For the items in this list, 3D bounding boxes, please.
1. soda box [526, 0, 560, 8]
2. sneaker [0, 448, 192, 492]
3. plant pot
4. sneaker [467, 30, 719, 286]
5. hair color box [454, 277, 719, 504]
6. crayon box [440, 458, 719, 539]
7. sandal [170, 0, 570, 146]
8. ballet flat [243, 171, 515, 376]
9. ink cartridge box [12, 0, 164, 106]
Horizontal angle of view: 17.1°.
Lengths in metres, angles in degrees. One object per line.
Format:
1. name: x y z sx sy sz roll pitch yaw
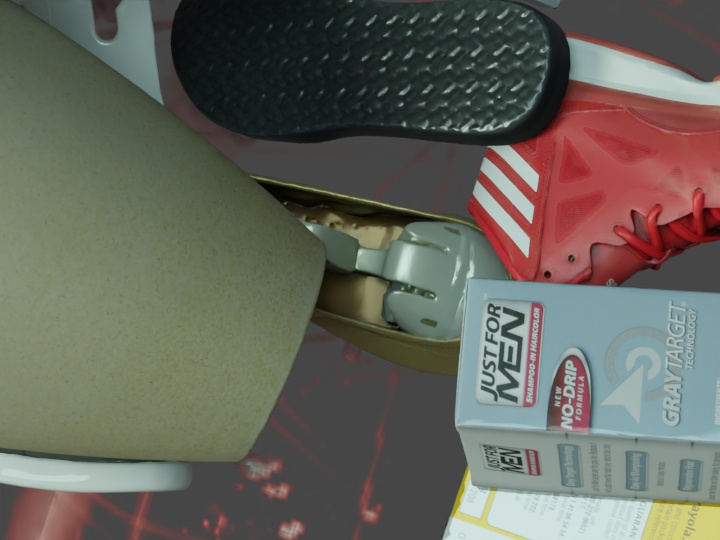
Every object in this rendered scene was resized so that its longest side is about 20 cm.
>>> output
1. soda box: 0.080 -0.217 0.995 0.068 0.064 0.201 19 97 -30
2. sneaker: -0.159 0.035 1.021 0.199 0.071 0.100 13 88 16
3. plant pot: -0.122 -0.004 0.928 0.199 0.187 0.188 23 85 -8
4. sneaker: 0.133 -0.018 0.947 0.200 0.078 0.116 16 75 37
5. hair color box: 0.139 0.050 0.905 0.199 0.099 0.061 3 72 8
6. crayon box: 0.127 0.143 0.965 0.199 0.052 0.126 18 84 13
7. sandal: 0.003 -0.083 1.011 0.200 0.048 0.076 13 84 35
8. ballet flat: 0.000 0.000 1.004 0.199 0.063 0.069 11 81 11
9. ink cartridge box: -0.181 -0.117 1.035 0.199 0.067 0.118 -3 103 9
